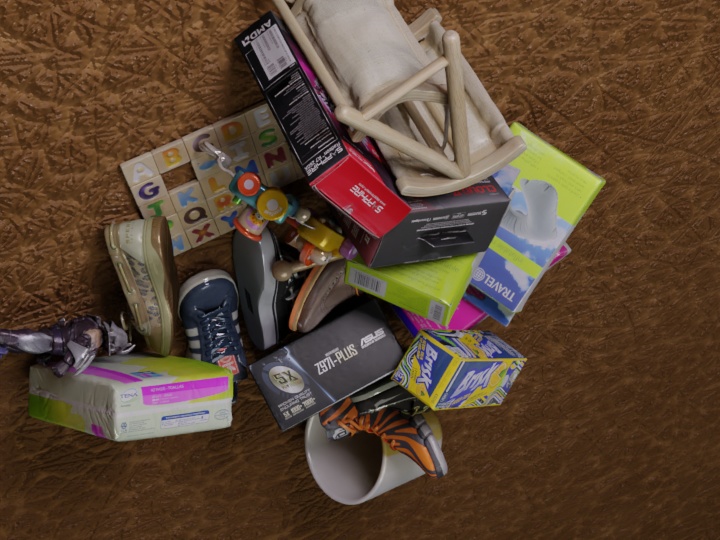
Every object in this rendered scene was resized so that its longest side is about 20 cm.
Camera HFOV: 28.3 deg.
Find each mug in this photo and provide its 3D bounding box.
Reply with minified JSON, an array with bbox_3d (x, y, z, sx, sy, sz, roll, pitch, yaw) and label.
[{"bbox_3d":[0.040,0.217,1.908,0.153,0.150,0.187,-3,146,-46],"label":"mug"}]

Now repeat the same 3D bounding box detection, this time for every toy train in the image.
[{"bbox_3d":[-0.084,-0.053,1.441,0.200,0.150,0.056,30,93,-45],"label":"toy train"}]

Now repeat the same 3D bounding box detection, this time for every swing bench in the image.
[{"bbox_3d":[0.030,-0.189,1.304,0.130,0.199,0.200,-33,146,7],"label":"swing bench"}]

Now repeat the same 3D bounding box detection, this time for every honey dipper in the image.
[{"bbox_3d":[-0.002,-0.026,1.539,0.199,0.038,0.038,-16,144,-18],"label":"honey dipper"}]

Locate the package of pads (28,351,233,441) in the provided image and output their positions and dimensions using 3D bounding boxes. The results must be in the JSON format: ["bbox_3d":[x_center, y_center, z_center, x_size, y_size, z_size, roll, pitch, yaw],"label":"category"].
[{"bbox_3d":[-0.245,0.132,1.537,0.154,0.200,0.068,-4,97,-40],"label":"package of pads"}]

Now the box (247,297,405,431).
[{"bbox_3d":[-0.037,0.108,1.672,0.163,0.086,0.200,-28,178,-1],"label":"box"}]

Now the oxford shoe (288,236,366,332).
[{"bbox_3d":[0.000,0.000,1.585,0.200,0.073,0.071,-49,167,-8],"label":"oxford shoe"}]

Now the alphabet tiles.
[{"bbox_3d":[-0.134,-0.098,1.477,0.200,0.008,0.167,-24,146,-7],"label":"alphabet tiles"}]

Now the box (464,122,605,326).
[{"bbox_3d":[0.168,-0.050,1.603,0.200,0.122,0.048,-57,168,11],"label":"box"}]

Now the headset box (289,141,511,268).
[{"bbox_3d":[0.043,-0.090,1.435,0.148,0.200,0.077,-8,138,-32],"label":"headset box"}]

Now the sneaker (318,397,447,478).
[{"bbox_3d":[0.018,0.198,1.786,0.112,0.200,0.078,-34,155,-8],"label":"sneaker"}]

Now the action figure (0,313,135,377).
[{"bbox_3d":[-0.332,0.076,1.483,0.199,0.070,0.130,2,176,-23],"label":"action figure"}]

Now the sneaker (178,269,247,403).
[{"bbox_3d":[-0.161,0.082,1.624,0.075,0.085,0.200,-19,145,-14],"label":"sneaker"}]

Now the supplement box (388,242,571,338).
[{"bbox_3d":[0.139,0.001,1.698,0.200,0.103,0.101,-38,173,14],"label":"supplement box"}]

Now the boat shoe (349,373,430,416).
[{"bbox_3d":[0.076,0.142,1.730,0.201,0.061,0.072,-20,-174,-35],"label":"boat shoe"}]

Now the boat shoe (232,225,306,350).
[{"bbox_3d":[-0.094,0.011,1.591,0.068,0.074,0.200,-26,141,-20],"label":"boat shoe"}]

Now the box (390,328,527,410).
[{"bbox_3d":[0.115,0.111,1.623,0.070,0.064,0.200,-61,155,11],"label":"box"}]

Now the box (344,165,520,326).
[{"bbox_3d":[0.078,-0.048,1.511,0.048,0.122,0.200,98,19,-54],"label":"box"}]

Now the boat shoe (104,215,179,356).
[{"bbox_3d":[-0.228,0.016,1.510,0.062,0.073,0.200,0,137,-1],"label":"boat shoe"}]

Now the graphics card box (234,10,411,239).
[{"bbox_3d":[-0.035,-0.136,1.325,0.051,0.200,0.125,-37,145,12],"label":"graphics card box"}]
